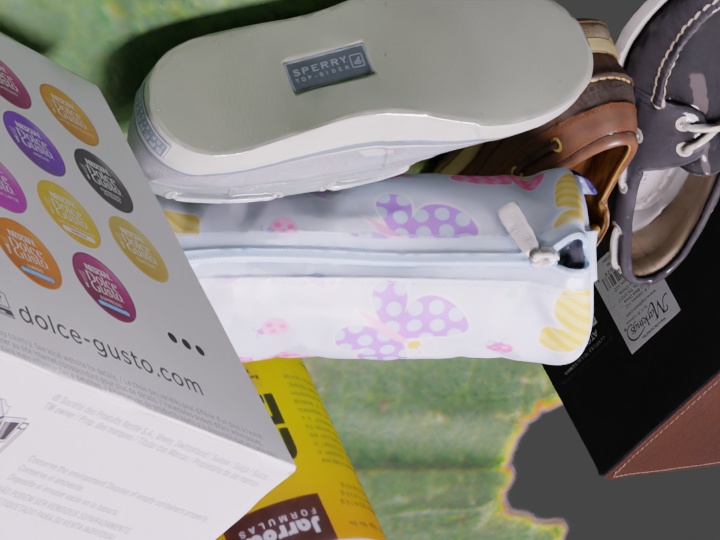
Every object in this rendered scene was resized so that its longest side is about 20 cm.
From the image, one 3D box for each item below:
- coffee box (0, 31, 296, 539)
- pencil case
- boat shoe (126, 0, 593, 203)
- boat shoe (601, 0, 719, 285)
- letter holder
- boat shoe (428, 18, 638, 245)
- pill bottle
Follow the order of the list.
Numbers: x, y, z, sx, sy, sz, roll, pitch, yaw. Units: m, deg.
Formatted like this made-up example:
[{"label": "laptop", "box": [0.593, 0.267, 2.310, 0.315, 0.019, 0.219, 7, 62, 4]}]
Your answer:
[{"label": "coffee box", "box": [-0.185, 0.031, 0.986, 0.200, 0.198, 0.199, -41, 144, 17]}, {"label": "pencil case", "box": [0.000, 0.000, 1.200, 0.198, 0.084, 0.091, -1, -171, -6]}, {"label": "boat shoe", "box": [-0.004, -0.070, 1.165, 0.200, 0.070, 0.072, -11, 164, -24]}, {"label": "boat shoe", "box": [0.145, -0.066, 1.302, 0.073, 0.061, 0.200, -12, 151, -24]}, {"label": "letter holder", "box": [0.205, 0.005, 1.447, 0.142, 0.101, 0.200, -1, 145, -45]}, {"label": "boat shoe", "box": [0.073, -0.028, 1.298, 0.072, 0.068, 0.200, -13, 151, -26]}, {"label": "pill bottle", "box": [-0.053, 0.110, 1.284, 0.109, 0.201, 0.109, -21, 154, -11]}]
